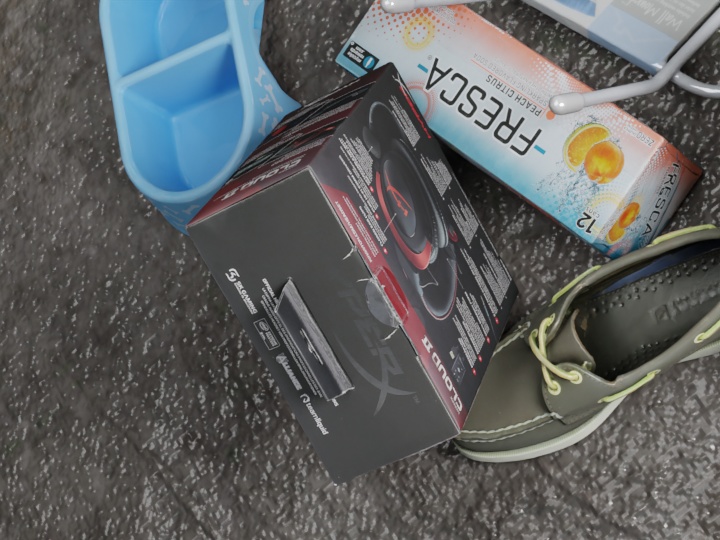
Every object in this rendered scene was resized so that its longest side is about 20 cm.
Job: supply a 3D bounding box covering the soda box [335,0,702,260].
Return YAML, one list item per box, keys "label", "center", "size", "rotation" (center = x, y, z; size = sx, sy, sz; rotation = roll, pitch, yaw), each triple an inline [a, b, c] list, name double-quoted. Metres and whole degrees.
- label: "soda box"
  center: [0.083, -0.083, 1.070]
  size: [0.200, 0.064, 0.069]
  rotation: [39, 96, 32]

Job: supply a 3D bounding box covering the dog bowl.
- label: "dog bowl"
  center: [-0.100, -0.119, 1.189]
  size: [0.111, 0.050, 0.201]
  rotation: [-20, 67, 23]

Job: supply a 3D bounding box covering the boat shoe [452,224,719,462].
- label: "boat shoe"
  center: [0.122, 0.035, 1.018]
  size: [0.201, 0.060, 0.072]
  rotation: [-29, 64, 19]

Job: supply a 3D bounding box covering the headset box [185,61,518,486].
- label: "headset box"
  center: [0.000, 0.000, 0.987]
  size: [0.075, 0.200, 0.149]
  rotation: [-25, 104, 21]

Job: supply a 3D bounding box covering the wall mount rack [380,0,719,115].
- label: "wall mount rack"
  center: [0.117, -0.147, 1.040]
  size: [0.200, 0.075, 0.174]
  rotation: [34, 70, 31]
